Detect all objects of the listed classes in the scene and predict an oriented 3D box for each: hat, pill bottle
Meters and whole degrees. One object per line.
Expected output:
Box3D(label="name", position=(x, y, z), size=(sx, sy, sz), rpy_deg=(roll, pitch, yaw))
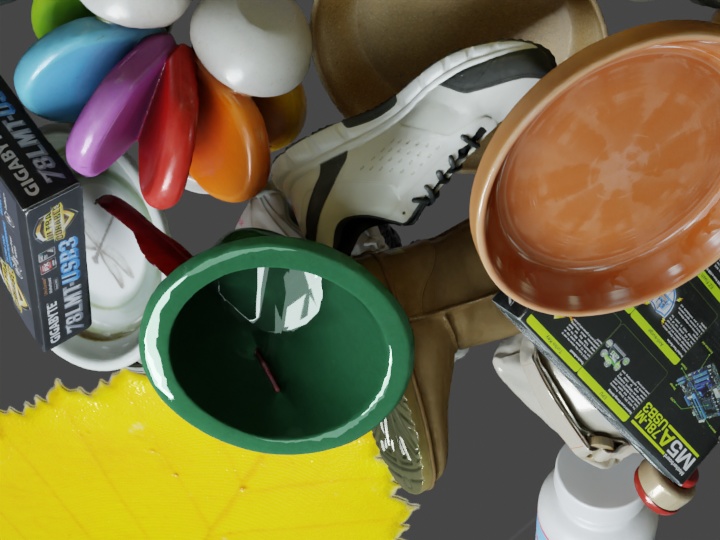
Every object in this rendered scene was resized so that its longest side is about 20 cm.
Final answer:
Box3D(label="hat", position=(-0.064, -0.002, 0.798), size=(0.199, 0.177, 0.166), rpy_deg=(34, 117, -23))
Box3D(label="pill bottle", position=(0.214, 0.240, 1.087), size=(0.107, 0.110, 0.202), rpy_deg=(6, 136, 12))

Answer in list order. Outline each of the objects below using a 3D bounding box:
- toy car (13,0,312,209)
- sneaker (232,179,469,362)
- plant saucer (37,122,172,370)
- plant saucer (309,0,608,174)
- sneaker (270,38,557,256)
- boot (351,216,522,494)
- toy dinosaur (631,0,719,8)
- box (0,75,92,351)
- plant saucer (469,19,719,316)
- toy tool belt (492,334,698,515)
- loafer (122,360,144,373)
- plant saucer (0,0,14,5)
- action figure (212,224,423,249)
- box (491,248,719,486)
Box3D(label="toy car", position=(-0.138, -0.117, 0.789), size=(0.198, 0.151, 0.175), rpy_deg=(28, 143, -6))
Box3D(label="sneaker", position=(0.000, 0.000, 0.847), size=(0.198, 0.078, 0.100), rpy_deg=(23, 106, -13))
Box3D(label="plant saucer", position=(-0.214, -0.022, 0.963), size=(0.198, 0.050, 0.203), rpy_deg=(11, 111, 31))
Box3D(label="plant saucer", position=(0.066, -0.152, 0.784), size=(0.197, 0.036, 0.202), rpy_deg=(10, 137, 9))
Box3D(label="sneaker", position=(0.041, -0.074, 0.753), size=(0.199, 0.081, 0.074), rpy_deg=(-29, 162, 20))
Box3D(label="boot", position=(0.096, 0.042, 0.825), size=(0.066, 0.198, 0.178), rpy_deg=(11, 115, 62))
Box3D(label="toy dinosaur", position=(0.195, -0.173, 0.654), size=(0.101, 0.199, 0.078), rpy_deg=(23, 104, 21))
Box3D(label="box", position=(-0.267, -0.068, 0.864), size=(0.199, 0.049, 0.201), rpy_deg=(50, 154, 18))
Box3D(label="plant saucer", position=(0.156, -0.057, 0.693), size=(0.198, 0.032, 0.202), rpy_deg=(-11, 133, -12))
Box3D(label="toy tool belt", position=(0.210, 0.091, 0.919), size=(0.200, 0.125, 0.123), rpy_deg=(43, 129, 1))
Box3D(label="loafer", position=(-0.161, 0.055, 0.997), size=(0.199, 0.069, 0.071), rpy_deg=(-23, 91, 59))
Box3D(label="plant saucer", position=(-0.299, -0.253, 0.794), size=(0.198, 0.039, 0.203), rpy_deg=(9, 137, 8))
Box3D(label="action figure", position=(-0.048, 0.019, 0.950), size=(0.198, 0.103, 0.119), rpy_deg=(-18, 128, 28))
Box3D(label="box", position=(0.218, 0.015, 0.814), size=(0.193, 0.048, 0.200), rpy_deg=(-48, 116, 0))
